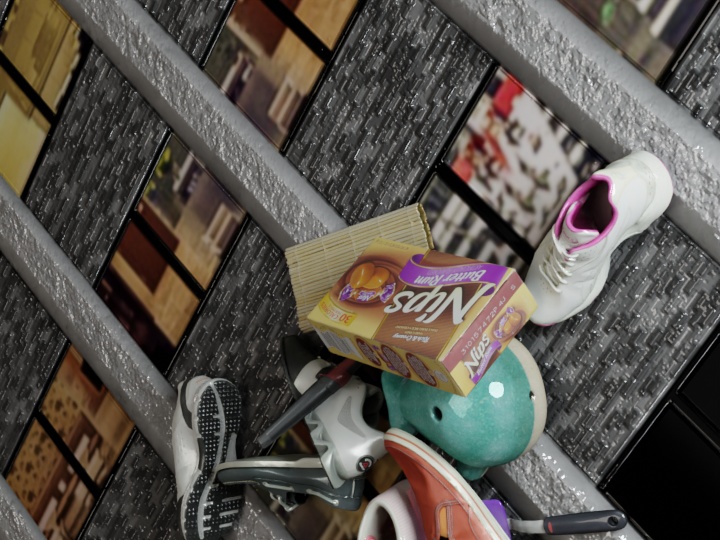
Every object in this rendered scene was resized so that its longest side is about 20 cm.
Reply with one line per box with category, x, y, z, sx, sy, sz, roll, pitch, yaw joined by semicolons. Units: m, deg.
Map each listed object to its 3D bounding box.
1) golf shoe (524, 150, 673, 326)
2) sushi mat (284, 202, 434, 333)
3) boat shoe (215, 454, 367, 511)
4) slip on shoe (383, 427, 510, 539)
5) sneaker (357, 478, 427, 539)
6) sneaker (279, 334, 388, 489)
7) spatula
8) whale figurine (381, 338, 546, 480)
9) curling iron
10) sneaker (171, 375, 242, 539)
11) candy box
golf shoe;0.192;-0.026;1.392;0.075;0.091;0.200;49;125;25
sushi mat;0.000;0.000;1.616;0.200;0.012;0.096;-18;83;41
boat shoe;-0.078;0.230;1.673;0.200;0.073;0.062;-7;87;37
slip on shoe;0.083;0.234;1.485;0.200;0.061;0.074;52;169;9
sneaker;0.045;0.309;1.553;0.075;0.105;0.201;-1;95;39
sneaker;-0.023;0.134;1.620;0.088;0.074;0.200;-26;48;-2
spatula;0.168;0.245;1.490;0.200;0.021;0.057;-11;94;41
whale figurine;0.082;0.128;1.496;0.200;0.104;0.160;-7;95;47
curling iron;-0.033;0.103;1.571;0.200;0.050;0.026;-47;22;-2
sneaker;-0.179;0.214;1.772;0.080;0.074;0.201;16;102;54
candy box;0.055;0.040;1.463;0.200;0.117;0.057;15;147;51
